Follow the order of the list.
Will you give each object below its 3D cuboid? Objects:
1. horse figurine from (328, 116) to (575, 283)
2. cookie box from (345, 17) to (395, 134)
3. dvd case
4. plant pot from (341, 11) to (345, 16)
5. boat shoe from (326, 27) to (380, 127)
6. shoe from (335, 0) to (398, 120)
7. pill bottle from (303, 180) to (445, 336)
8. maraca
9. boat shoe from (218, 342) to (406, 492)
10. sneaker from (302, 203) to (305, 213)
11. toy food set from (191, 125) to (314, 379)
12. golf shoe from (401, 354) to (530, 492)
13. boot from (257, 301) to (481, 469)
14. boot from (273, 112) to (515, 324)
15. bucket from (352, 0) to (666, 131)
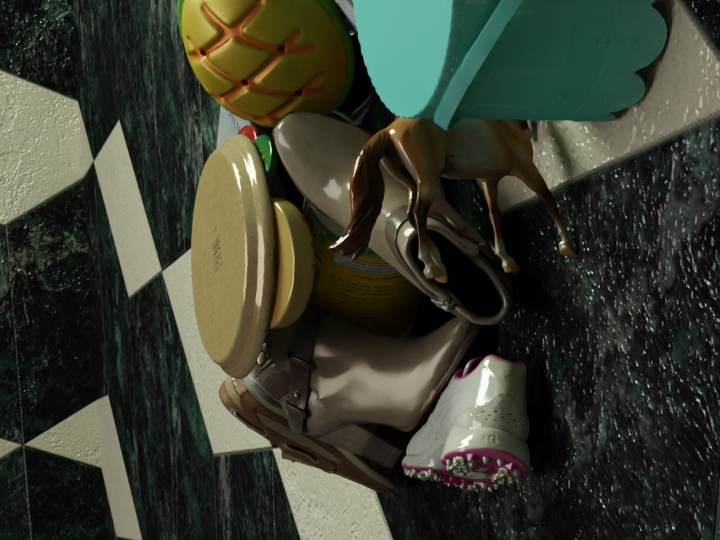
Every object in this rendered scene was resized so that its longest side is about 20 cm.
[{"bbox_3d":[0.062,-0.061,1.021,0.050,0.199,0.133,-25,79,49],"label":"horse figurine"},{"bbox_3d":[-0.033,-0.165,1.431,0.200,0.075,0.172,-162,66,-72],"label":"cookie box"},{"bbox_3d":[-0.092,-0.060,1.371,0.200,0.017,0.143,103,145,-53],"label":"dvd case"},{"bbox_3d":[-0.061,-0.314,1.259,0.174,0.199,0.200,-61,6,-21],"label":"plant pot"},{"bbox_3d":[-0.018,-0.144,1.278,0.200,0.062,0.075,-33,84,38],"label":"boat shoe"},{"bbox_3d":[0.031,-0.160,1.163,0.200,0.071,0.091,53,159,13],"label":"shoe"},{"bbox_3d":[0.000,0.000,1.326,0.201,0.110,0.111,102,155,-47],"label":"pill bottle"},{"bbox_3d":[-0.077,-0.188,1.181,0.107,0.136,0.201,-73,-29,-42],"label":"maraca"},{"bbox_3d":[-0.041,0.137,1.409,0.072,0.200,0.076,-33,29,34],"label":"boat shoe"},{"bbox_3d":[-0.048,-0.033,1.470,0.200,0.072,0.073,48,119,15],"label":"sneaker"},{"bbox_3d":[-0.092,-0.015,1.264,0.200,0.048,0.199,113,150,-48],"label":"toy food set"},{"bbox_3d":[0.085,0.117,1.196,0.200,0.075,0.092,143,139,-71],"label":"golf shoe"},{"bbox_3d":[-0.002,0.069,1.268,0.146,0.070,0.200,36,127,8],"label":"boot"},{"bbox_3d":[0.028,-0.037,1.128,0.070,0.200,0.146,-54,14,7],"label":"boot"},{"bbox_3d":[0.083,-0.182,0.951,0.207,0.134,0.209,173,90,-73],"label":"bucket"}]
